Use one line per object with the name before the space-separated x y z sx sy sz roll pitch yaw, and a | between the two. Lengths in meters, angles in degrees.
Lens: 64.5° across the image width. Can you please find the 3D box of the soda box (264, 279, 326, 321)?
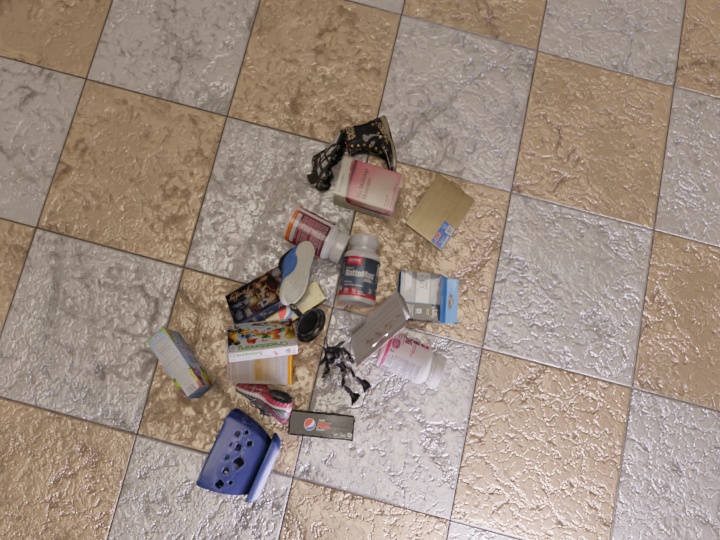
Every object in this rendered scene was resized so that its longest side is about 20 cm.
soda box | -0.199 0.115 1.747 0.197 0.064 0.069 -34 83 -6

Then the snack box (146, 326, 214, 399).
snack box | -0.519 0.270 1.656 0.067 0.169 0.202 -37 84 -9

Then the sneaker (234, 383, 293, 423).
sneaker | -0.291 0.382 1.676 0.195 0.080 0.077 20 108 25

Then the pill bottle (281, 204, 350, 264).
pill bottle | -0.134 -0.107 1.761 0.195 0.114 0.117 27 80 3

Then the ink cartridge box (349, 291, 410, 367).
ink cartridge box | 0.060 0.179 1.664 0.199 0.178 0.045 -41 117 14

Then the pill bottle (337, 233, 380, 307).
pill bottle | 0.000 0.000 1.746 0.115 0.120 0.208 8 80 -1

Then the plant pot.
plant pot | -0.331 0.526 1.609 0.175 0.200 0.205 26 79 -3

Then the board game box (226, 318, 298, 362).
board game box | -0.282 0.197 1.629 0.193 0.127 0.036 -6 124 -14

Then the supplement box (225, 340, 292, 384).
supplement box | -0.296 0.262 1.690 0.192 0.074 0.131 3 109 -2

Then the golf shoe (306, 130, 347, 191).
golf shoe | -0.111 -0.358 1.805 0.093 0.077 0.205 30 100 19

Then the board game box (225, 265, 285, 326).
board game box | -0.303 0.084 1.727 0.196 0.035 0.137 -30 49 -5

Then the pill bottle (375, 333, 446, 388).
pill bottle | 0.151 0.267 1.708 0.194 0.113 0.117 23 80 1

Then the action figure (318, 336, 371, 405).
action figure | -0.056 0.293 1.704 0.118 0.102 0.201 -41 85 4

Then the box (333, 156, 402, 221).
box | 0.022 -0.256 1.795 0.193 0.109 0.132 16 80 1

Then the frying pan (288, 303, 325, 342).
frying pan | -0.175 0.156 1.696 0.031 0.187 0.118 32 100 38

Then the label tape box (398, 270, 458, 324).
label tape box | 0.211 0.084 1.766 0.192 0.066 0.149 5 80 1

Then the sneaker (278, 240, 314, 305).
sneaker | -0.206 0.015 1.691 0.075 0.110 0.206 28 64 -28

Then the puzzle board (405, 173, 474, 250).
puzzle board | 0.256 -0.188 1.839 0.149 0.017 0.203 35 82 3

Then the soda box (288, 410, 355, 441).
soda box | -0.115 0.458 1.691 0.192 0.063 0.074 6 79 -1

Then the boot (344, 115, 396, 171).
boot | 0.034 -0.393 1.836 0.145 0.073 0.207 -11 77 -5
